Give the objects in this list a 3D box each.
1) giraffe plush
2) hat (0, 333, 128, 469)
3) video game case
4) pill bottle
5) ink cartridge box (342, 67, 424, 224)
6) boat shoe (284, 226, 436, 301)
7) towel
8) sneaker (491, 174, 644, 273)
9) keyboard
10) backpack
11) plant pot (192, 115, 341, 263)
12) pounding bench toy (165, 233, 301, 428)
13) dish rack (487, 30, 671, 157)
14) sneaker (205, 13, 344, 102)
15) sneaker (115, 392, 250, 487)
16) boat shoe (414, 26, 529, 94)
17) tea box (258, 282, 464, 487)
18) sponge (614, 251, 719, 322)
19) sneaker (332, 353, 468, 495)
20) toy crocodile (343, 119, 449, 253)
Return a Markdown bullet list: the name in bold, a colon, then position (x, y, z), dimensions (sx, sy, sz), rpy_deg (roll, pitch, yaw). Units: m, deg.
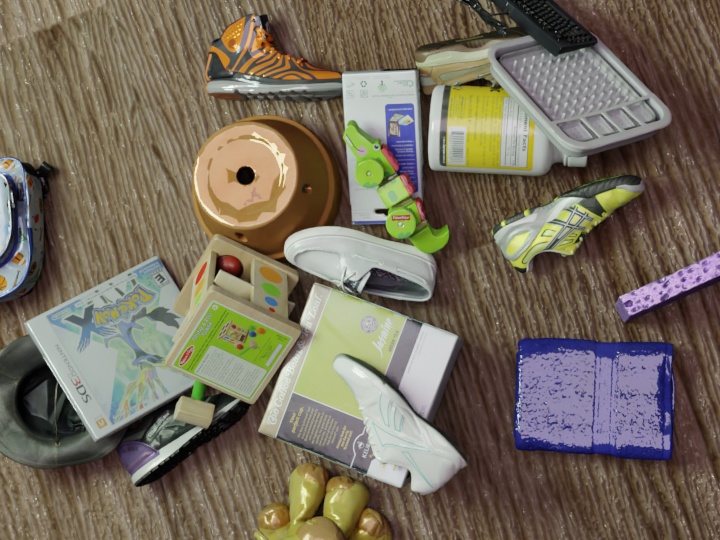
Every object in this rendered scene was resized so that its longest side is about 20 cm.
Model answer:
- **giraffe plush**: position (-0.065, 0.351, 1.591), dimensions (0.172, 0.162, 0.200), rpy_deg (22, 88, 10)
- **hat**: position (-0.398, 0.169, 1.702), dimensions (0.200, 0.081, 0.201), rpy_deg (0, 86, -6)
- **video game case**: position (-0.305, 0.099, 1.674), dimensions (0.200, 0.022, 0.183), rpy_deg (-29, 79, -25)
- **pill bottle**: position (0.189, -0.177, 1.627), dimensions (0.199, 0.111, 0.112), rpy_deg (4, 85, 7)
- **ink cartridge box**: position (0.031, -0.161, 1.669), dimensions (0.099, 0.039, 0.201), rpy_deg (0, 103, 8)
- **boat shoe**: position (0.000, 0.000, 1.635), dimensions (0.199, 0.072, 0.069), rpy_deg (15, 43, -13)
- **towel**: position (0.295, 0.161, 1.616), dimensions (0.199, 0.050, 0.148), rpy_deg (2, 78, 9)
- **sneaker**: position (0.271, -0.063, 1.631), dimensions (0.200, 0.075, 0.077), rpy_deg (-24, 89, 16)
- **keyboard**: position (0.197, -0.334, 1.620), dimensions (0.127, 0.021, 0.200), rpy_deg (-19, 51, -29)
- **backpack**: position (-0.512, -0.048, 1.710), dimensions (0.199, 0.154, 0.191), rpy_deg (-8, 94, 5)
- **plant pot**: position (-0.133, -0.113, 1.657), dimensions (0.199, 0.140, 0.201), rpy_deg (-1, 84, 8)
- **pounding bench toy**: position (-0.177, 0.083, 1.626), dimensions (0.124, 0.156, 0.200), rpy_deg (26, 115, -18)
- **dish rack**: position (0.262, -0.213, 1.563), dimensions (0.171, 0.044, 0.200), rpy_deg (-18, 56, -27)
- **sneaker**: position (-0.111, -0.286, 1.700), dimensions (0.199, 0.078, 0.112), rpy_deg (3, 86, 9)
- **sneaker**: position (-0.237, 0.193, 1.680), dimensions (0.200, 0.076, 0.088), rpy_deg (-35, 75, 4)
- **boat shoe**: position (0.173, -0.270, 1.669), dimensions (0.199, 0.072, 0.076), rpy_deg (-8, 110, 7)
- **tea box**: position (0.004, 0.144, 1.615), dimensions (0.196, 0.134, 0.200), rpy_deg (21, 88, 9)
- **sponge**: position (0.413, 0.009, 1.576), dimensions (0.200, 0.112, 0.030), rpy_deg (-25, 80, 6)
- **sneaker**: position (0.032, 0.181, 1.506), dimensions (0.200, 0.070, 0.080), rpy_deg (45, 94, 7)
- **toy crocodile**: position (0.041, -0.106, 1.628), dimensions (0.062, 0.068, 0.200), rpy_deg (-31, 99, 12)
